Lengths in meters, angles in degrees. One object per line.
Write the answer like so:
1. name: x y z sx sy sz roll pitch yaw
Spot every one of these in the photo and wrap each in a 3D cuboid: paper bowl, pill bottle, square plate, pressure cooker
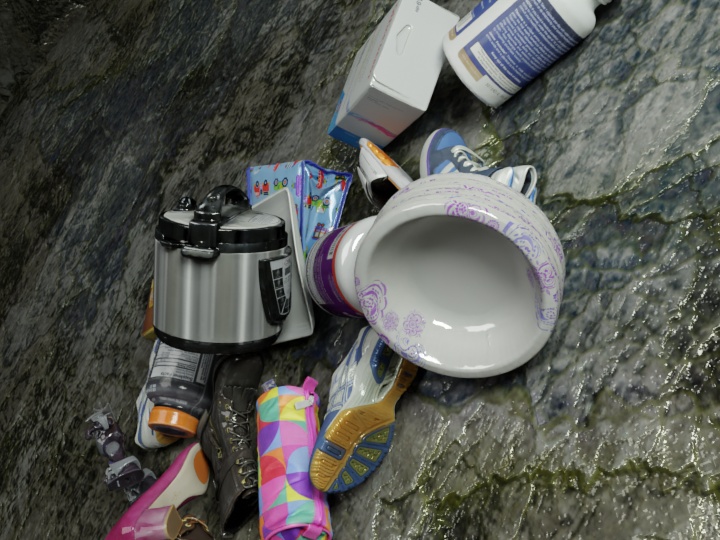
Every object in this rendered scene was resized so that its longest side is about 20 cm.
1. paper bowl: 0.101 -0.001 0.798 0.200 0.201 0.105 -31 18 33
2. pill bottle: 0.203 -0.295 0.949 0.200 0.111 0.112 -37 41 28
3. square plate: -0.130 0.006 1.139 0.197 0.028 0.202 -20 78 50
4. pill bottle: -0.253 0.141 1.192 0.106 0.106 0.202 -15 54 44
5. pressure cooker: -0.180 -0.008 1.037 0.175 0.178 0.202 20 109 51
6. pill bottle: 0.000 0.000 0.957 0.113 0.112 0.200 -66 15 -10

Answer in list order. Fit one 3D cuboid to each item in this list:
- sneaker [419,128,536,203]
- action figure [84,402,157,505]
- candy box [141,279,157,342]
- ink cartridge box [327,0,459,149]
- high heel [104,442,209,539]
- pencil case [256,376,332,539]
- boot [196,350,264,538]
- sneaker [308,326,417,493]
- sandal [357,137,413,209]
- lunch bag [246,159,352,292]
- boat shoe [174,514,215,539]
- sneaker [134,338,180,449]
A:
1. sneaker: 0.141 -0.098 0.899 0.146 0.080 0.202 -30 49 44
2. action figure: -0.377 0.283 1.238 0.069 0.131 0.200 -32 33 -22
3. candy box: -0.279 0.038 1.339 0.199 0.056 0.118 -28 47 37
4. ink cartridge box: 0.039 -0.258 1.085 0.146 0.084 0.200 -70 13 -14
5. high heel: -0.264 0.297 1.065 0.095 0.068 0.200 -15 24 12
6. pencil case: -0.080 0.227 0.945 0.088 0.088 0.201 -36 43 29
7. boot: -0.152 0.218 1.040 0.201 0.069 0.174 -68 31 27
8. sneaker: -0.003 0.153 0.912 0.088 0.075 0.201 3 59 60
9. sandal: 0.037 -0.104 1.041 0.059 0.079 0.207 -48 39 10
10. lunch bag: -0.103 -0.049 1.181 0.150 0.094 0.202 2 83 50
11. boat shoe: -0.230 0.351 1.045 0.199 0.070 0.071 -14 56 44
12. sneaker: -0.318 0.181 1.268 0.088 0.075 0.201 -28 45 36
